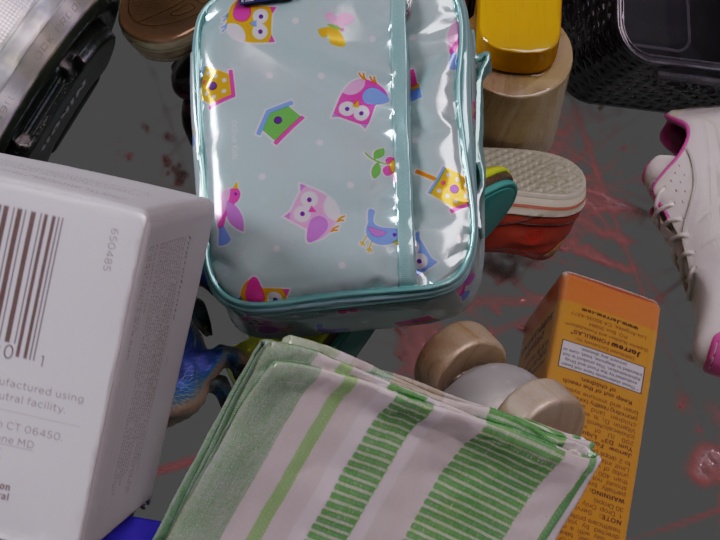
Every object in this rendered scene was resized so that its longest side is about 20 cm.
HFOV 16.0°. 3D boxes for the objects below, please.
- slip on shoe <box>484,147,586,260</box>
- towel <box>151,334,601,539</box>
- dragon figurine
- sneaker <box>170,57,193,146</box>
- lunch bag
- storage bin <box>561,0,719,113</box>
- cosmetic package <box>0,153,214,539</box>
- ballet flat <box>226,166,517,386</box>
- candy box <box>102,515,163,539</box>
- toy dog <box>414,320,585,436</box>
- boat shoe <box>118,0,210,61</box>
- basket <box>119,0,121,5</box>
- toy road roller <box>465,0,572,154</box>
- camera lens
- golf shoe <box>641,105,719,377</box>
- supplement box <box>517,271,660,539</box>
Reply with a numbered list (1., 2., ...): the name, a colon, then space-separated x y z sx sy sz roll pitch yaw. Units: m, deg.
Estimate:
1. slip on shoe: 0.032 -0.041 1.516 0.200 0.061 0.074 6 35 -4
2. towel: 0.007 0.122 1.286 0.200 0.153 0.023 20 18 -26
3. dragon figurine: -0.122 0.035 1.408 0.099 0.059 0.200 -3 62 -24
4. sneaker: -0.039 -0.094 1.488 0.116 0.076 0.200 -33 37 -22
5. lunch bag: -0.007 -0.069 1.381 0.160 0.077 0.200 -5 74 10
6. storage bin: 0.203 -0.208 1.634 0.135 0.094 0.200 6 76 -20
7. cosmetic package: -0.178 0.030 1.241 0.165 0.200 0.165 12 94 5
8. ballet flat: 0.000 0.000 1.445 0.067 0.067 0.200 40 80 24
9. candy box: -0.177 0.201 1.270 0.200 0.077 0.169 12 54 -13
10. toy dog: 0.046 0.122 1.378 0.096 0.200 0.132 33 28 -44
11. boat shoe: -0.072 -0.173 1.496 0.072 0.065 0.200 21 47 18
12. basket: -0.137 -0.270 1.499 0.123 0.200 0.136 26 51 21
13. toy road roller: 0.051 -0.165 1.570 0.146 0.123 0.200 3 56 -3
14. camera lens: -0.246 -0.138 1.405 0.200 0.160 0.160 32 53 1
15. golf shoe: 0.213 -0.021 1.578 0.092 0.075 0.200 12 52 4
16. supplement box: 0.119 0.103 1.456 0.069 0.067 0.200 18 54 -10
